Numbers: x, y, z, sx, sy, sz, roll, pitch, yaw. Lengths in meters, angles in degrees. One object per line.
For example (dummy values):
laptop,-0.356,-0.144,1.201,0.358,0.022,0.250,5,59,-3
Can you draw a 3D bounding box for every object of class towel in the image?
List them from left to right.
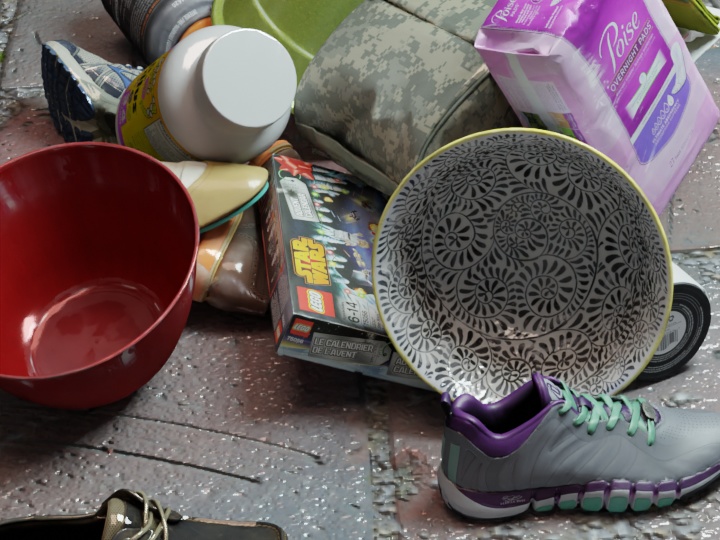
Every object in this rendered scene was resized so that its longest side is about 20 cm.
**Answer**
towel,0.206,-0.203,1.402,0.085,0.018,0.200,18,3,19

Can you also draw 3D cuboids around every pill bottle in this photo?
pill bottle,-0.158,-0.225,1.734,0.105,0.107,0.200,-16,36,-17
pill bottle,-0.115,-0.126,1.478,0.104,0.105,0.200,-21,1,-23

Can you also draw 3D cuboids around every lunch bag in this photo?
lunch bag,0.057,-0.125,1.422,0.167,0.140,0.200,-38,38,-12

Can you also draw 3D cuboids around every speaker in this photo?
speaker,0.167,-0.006,1.403,0.081,0.082,0.200,-18,37,-19

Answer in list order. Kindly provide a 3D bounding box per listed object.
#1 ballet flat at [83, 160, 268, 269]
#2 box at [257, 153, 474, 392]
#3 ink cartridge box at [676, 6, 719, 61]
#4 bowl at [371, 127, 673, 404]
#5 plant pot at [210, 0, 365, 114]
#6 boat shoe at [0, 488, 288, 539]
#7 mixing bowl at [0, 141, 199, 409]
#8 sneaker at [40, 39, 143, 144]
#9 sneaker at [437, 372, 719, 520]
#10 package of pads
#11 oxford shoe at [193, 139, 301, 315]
ballet flat,-0.162,-0.043,1.432,0.199,0.063,0.069,-26,23,22
box,0.000,0.000,1.396,0.136,0.040,0.201,14,33,-17
ink cartridge box,0.188,-0.178,1.540,0.199,0.068,0.116,18,36,26
bowl,0.113,-0.009,1.295,0.199,0.203,0.094,5,20,12
plant pot,0.004,-0.250,1.615,0.199,0.191,0.201,21,36,-17
boat shoe,-0.140,0.176,1.172,0.198,0.074,0.075,-8,34,-6
mixing bowl,-0.196,0.021,1.353,0.198,0.109,0.202,-6,52,8
sneaker,-0.201,-0.139,1.652,0.085,0.078,0.200,-23,48,-33
sneaker,0.147,0.104,1.237,0.198,0.088,0.075,-9,34,-7
package of pads,0.165,-0.128,1.310,0.075,0.200,0.121,11,60,40
oxford shoe,-0.074,-0.029,1.489,0.072,0.072,0.201,24,40,1
